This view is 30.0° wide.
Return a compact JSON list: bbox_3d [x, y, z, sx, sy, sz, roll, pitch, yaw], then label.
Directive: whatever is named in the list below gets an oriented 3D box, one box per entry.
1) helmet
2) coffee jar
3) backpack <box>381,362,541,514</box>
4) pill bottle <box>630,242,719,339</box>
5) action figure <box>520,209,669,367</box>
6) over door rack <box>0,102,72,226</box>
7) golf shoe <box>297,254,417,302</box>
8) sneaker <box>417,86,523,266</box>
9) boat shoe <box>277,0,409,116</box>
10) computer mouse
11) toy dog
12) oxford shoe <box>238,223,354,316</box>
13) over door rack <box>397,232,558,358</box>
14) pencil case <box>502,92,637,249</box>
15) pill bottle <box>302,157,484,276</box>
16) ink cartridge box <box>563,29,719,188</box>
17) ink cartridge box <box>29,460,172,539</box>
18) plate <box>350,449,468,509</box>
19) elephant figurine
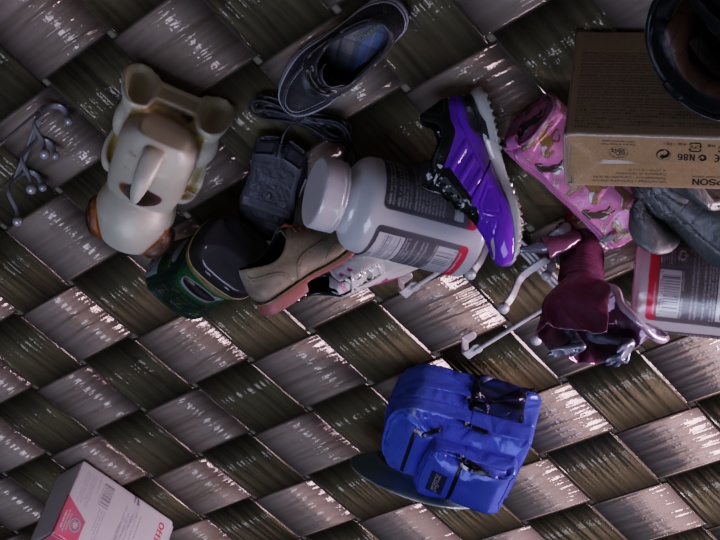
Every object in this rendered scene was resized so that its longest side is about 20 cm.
[{"bbox_3d":[0.380,-0.250,1.256,0.200,0.190,0.201,40,153,26],"label":"helmet"},{"bbox_3d":[-0.191,-0.003,1.704,0.104,0.086,0.200,39,153,-17],"label":"coffee jar"},{"bbox_3d":[0.127,0.224,1.833,0.198,0.168,0.163,19,131,3],"label":"backpack"},{"bbox_3d":[0.420,0.026,1.583,0.198,0.111,0.111,6,136,10],"label":"pill bottle"},{"bbox_3d":[0.255,0.006,1.548,0.148,0.201,0.134,-26,137,35],"label":"action figure"},{"bbox_3d":[-0.438,-0.106,1.631,0.067,0.200,0.148,43,135,7],"label":"over door rack"},{"bbox_3d":[0.000,0.000,1.692,0.198,0.092,0.073,-11,129,24],"label":"golf shoe"},{"bbox_3d":[0.114,-0.095,1.495,0.099,0.202,0.070,-14,176,-7],"label":"sneaker"},{"bbox_3d":[-0.026,-0.224,1.477,0.199,0.066,0.070,-31,110,35],"label":"boat shoe"},{"bbox_3d":[-0.072,-0.119,1.626,0.139,0.046,0.201,14,125,7],"label":"computer mouse"},{"bbox_3d":[-0.245,-0.105,1.589,0.138,0.195,0.201,15,132,-18],"label":"toy dog"},{"bbox_3d":[-0.060,-0.033,1.619,0.075,0.200,0.070,55,159,-21],"label":"oxford shoe"},{"bbox_3d":[0.162,0.037,1.690,0.199,0.067,0.148,-27,122,35],"label":"over door rack"},{"bbox_3d":[0.247,-0.110,1.510,0.083,0.087,0.200,-36,115,29],"label":"pencil case"},{"bbox_3d":[0.038,-0.067,1.556,0.198,0.111,0.111,14,139,-19],"label":"pill bottle"},{"bbox_3d":[0.313,-0.166,1.377,0.198,0.166,0.075,3,138,14],"label":"ink cartridge box"},{"bbox_3d":[-0.425,0.435,2.216,0.200,0.147,0.083,40,133,-24],"label":"ink cartridge box"},{"bbox_3d":[0.083,0.293,1.930,0.198,0.200,0.026,16,98,0],"label":"plate"},{"bbox_3d":[0.350,-0.081,1.459,0.199,0.155,0.143,16,103,-19],"label":"elephant figurine"}]
